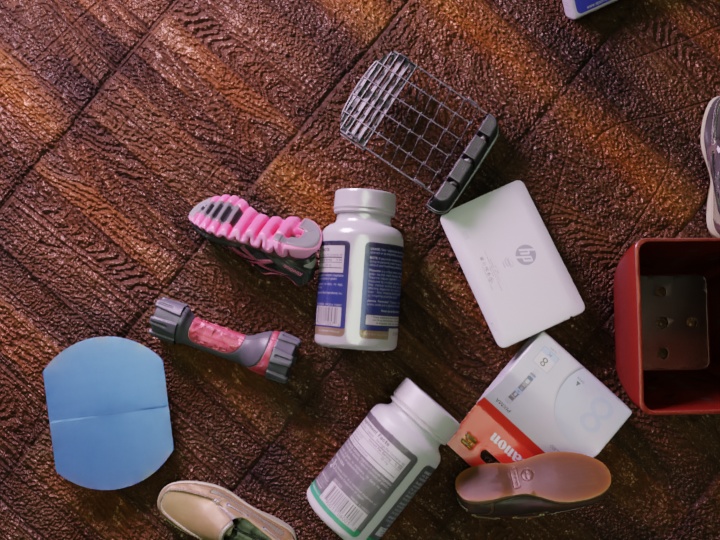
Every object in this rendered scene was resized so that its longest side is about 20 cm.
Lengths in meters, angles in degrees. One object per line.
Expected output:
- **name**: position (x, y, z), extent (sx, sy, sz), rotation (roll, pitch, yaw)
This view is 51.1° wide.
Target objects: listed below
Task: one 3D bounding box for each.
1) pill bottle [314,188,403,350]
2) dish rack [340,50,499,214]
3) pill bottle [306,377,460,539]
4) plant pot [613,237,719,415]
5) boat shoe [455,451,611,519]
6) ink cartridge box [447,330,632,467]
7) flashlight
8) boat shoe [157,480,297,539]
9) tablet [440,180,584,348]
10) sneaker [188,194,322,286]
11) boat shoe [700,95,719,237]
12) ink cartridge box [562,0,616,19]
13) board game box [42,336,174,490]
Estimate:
- **pill bottle**: position (0.000, 0.000, 0.985), extent (0.109, 0.111, 0.204), rotation (4, 87, 0)
- **dish rack**: position (0.077, -0.193, 1.023), extent (0.199, 0.055, 0.154), rotation (34, 84, 4)
- **pill bottle**: position (0.032, 0.247, 0.972), extent (0.113, 0.113, 0.201), rotation (40, 87, 2)
- **plant pot**: position (0.416, 0.068, 0.952), extent (0.196, 0.176, 0.204), rotation (-1, 86, 0)
- **boat shoe**: position (0.224, 0.284, 0.981), extent (0.197, 0.071, 0.071), rotation (-6, 45, 15)
- **ink cartridge box**: position (0.237, 0.208, 1.008), extent (0.160, 0.047, 0.200), rotation (41, 86, 2)
- **flashlight**: position (-0.180, 0.089, 1.001), extent (0.197, 0.068, 0.069), rotation (21, 88, 0)
- **boat shoe**: position (-0.176, 0.332, 0.985), extent (0.197, 0.076, 0.073), rotation (18, 87, 1)
- **tablet**: position (0.204, -0.011, 1.019), extent (0.129, 0.014, 0.202), rotation (-23, 78, -1)
- **sneaker**: position (-0.142, -0.034, 1.006), extent (0.198, 0.096, 0.079), rotation (20, 48, 20)
- **boat shoe**: position (0.507, -0.141, 1.017), extent (0.071, 0.066, 0.204), rotation (1, 87, 0)
- **ink cartridge box**: position (0.344, -0.471, 1.002), extent (0.195, 0.047, 0.202), rotation (-23, 115, 0)
- **board game box**: position (-0.333, 0.188, 1.013), extent (0.155, 0.039, 0.203), rotation (-7, 92, -6)
